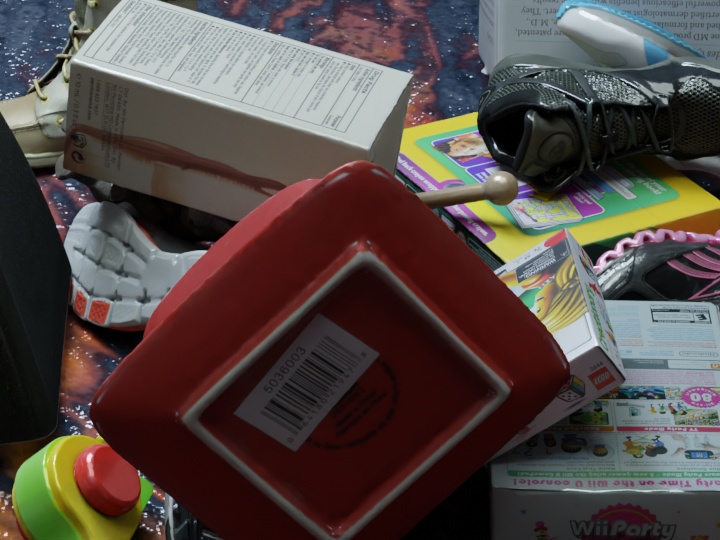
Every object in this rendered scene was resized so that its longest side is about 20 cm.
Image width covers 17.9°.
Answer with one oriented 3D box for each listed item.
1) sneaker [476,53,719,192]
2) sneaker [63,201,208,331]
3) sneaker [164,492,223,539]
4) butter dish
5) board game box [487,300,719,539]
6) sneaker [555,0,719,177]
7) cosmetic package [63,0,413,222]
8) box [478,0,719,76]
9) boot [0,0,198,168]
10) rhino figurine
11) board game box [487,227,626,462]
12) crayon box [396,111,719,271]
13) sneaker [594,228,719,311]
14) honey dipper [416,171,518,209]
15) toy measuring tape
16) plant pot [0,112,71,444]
[{"bbox_3d":[0.171,-0.094,1.522,0.199,0.076,0.114,7,32,15],"label":"sneaker"},{"bbox_3d":[-0.119,0.013,1.477,0.082,0.077,0.200,17,5,-45],"label":"sneaker"},{"bbox_3d":[-0.078,0.113,1.300,0.074,0.079,0.200,16,44,-16],"label":"sneaker"},{"bbox_3d":[-0.027,0.037,1.216,0.200,0.199,0.148,-42,33,6],"label":"butter dish"},{"bbox_3d":[0.146,0.093,1.333,0.147,0.064,0.200,1,30,2],"label":"board game box"},{"bbox_3d":[0.216,-0.119,1.596,0.200,0.081,0.077,34,11,-3],"label":"sneaker"},{"bbox_3d":[-0.078,-0.095,1.456,0.199,0.087,0.103,17,37,11],"label":"cosmetic package"},{"bbox_3d":[0.192,-0.209,1.719,0.199,0.131,0.199,1,12,-1],"label":"box"},{"bbox_3d":[-0.207,-0.159,1.654,0.199,0.155,0.072,-9,32,-16],"label":"boot"},{"bbox_3d":[-0.128,-0.051,1.533,0.087,0.060,0.200,34,-5,-40],"label":"rhino figurine"},{"bbox_3d":[0.050,0.068,1.302,0.200,0.035,0.126,-32,28,14],"label":"board game box"},{"bbox_3d":[0.123,-0.045,1.565,0.172,0.058,0.200,-14,33,-25],"label":"crayon box"},{"bbox_3d":[0.225,0.023,1.452,0.199,0.079,0.095,-15,46,-21],"label":"sneaker"},{"bbox_3d":[0.013,-0.040,1.512,0.199,0.038,0.038,-9,26,25],"label":"honey dipper"},{"bbox_3d":[-0.166,0.145,1.230,0.073,0.074,0.200,7,30,11],"label":"toy measuring tape"},{"bbox_3d":[-0.293,-0.016,1.376,0.199,0.178,0.200,-7,31,1],"label":"plant pot"}]
